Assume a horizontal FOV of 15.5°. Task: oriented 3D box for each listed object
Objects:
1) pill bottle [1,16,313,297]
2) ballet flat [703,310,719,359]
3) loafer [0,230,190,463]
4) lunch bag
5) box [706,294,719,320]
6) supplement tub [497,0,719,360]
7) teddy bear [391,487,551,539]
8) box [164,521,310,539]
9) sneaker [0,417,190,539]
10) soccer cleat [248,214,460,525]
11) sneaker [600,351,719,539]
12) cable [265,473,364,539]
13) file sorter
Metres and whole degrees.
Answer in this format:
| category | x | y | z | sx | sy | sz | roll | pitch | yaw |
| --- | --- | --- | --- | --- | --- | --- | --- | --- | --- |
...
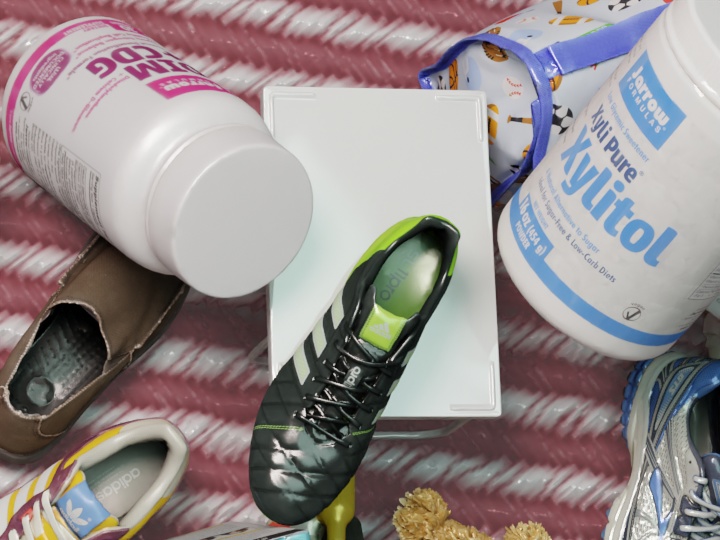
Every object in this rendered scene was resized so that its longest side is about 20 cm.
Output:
| category | x | y | z | sx | sy | sz | roll | pitch | yaw |
| --- | --- | --- | --- | --- | --- | --- | --- | --- | --- |
| pill bottle | -0.119 | -0.066 | 1.555 | 0.113 | 0.200 | 0.114 | -18 | 123 | -29 |
| ballet flat | 0.267 | 0.075 | 1.710 | 0.065 | 0.071 | 0.200 | -35 | 87 | -13 |
| loafer | -0.157 | 0.032 | 1.609 | 0.073 | 0.071 | 0.200 | 35 | 70 | -5 |
| lunch bag | 0.150 | -0.120 | 1.651 | 0.169 | 0.200 | 0.124 | -21 | 85 | -18 |
| box | 0.326 | -0.040 | 1.654 | 0.199 | 0.171 | 0.200 | 36 | 33 | -4 |
| supplement tub | 0.182 | -0.057 | 1.518 | 0.132 | 0.200 | 0.132 | 25 | 34 | -18 |
| teddy bear | 0.091 | 0.215 | 1.624 | 0.200 | 0.067 | 0.145 | 48 | 37 | 5 |
| box | -0.086 | 0.180 | 1.529 | 0.082 | 0.200 | 0.049 | -13 | 90 | -15 |
| sneaker | -0.187 | 0.155 | 1.569 | 0.200 | 0.090 | 0.075 | -43 | 91 | -18 |
| soccer cleat | -0.004 | 0.052 | 1.509 | 0.067 | 0.081 | 0.200 | 30 | 74 | -4 |
| sneaker | 0.206 | 0.146 | 1.659 | 0.077 | 0.085 | 0.201 | 11 | 76 | -38 |
| cable | -0.023 | 0.194 | 1.566 | 0.050 | 0.097 | 0.200 | 27 | 30 | -27 |
| file sorter | 0.000 | 0.000 | 1.628 | 0.138 | 0.125 | 0.201 | 1 | 78 | -13 |
